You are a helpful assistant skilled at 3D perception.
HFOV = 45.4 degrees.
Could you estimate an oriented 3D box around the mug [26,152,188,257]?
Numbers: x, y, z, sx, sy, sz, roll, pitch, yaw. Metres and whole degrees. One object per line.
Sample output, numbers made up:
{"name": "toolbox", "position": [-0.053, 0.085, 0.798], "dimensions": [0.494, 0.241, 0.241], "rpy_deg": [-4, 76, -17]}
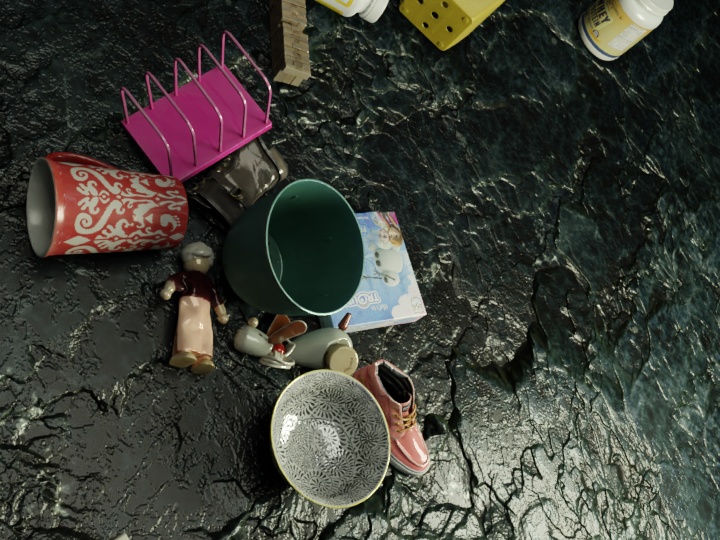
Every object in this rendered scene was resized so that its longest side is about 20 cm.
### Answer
{"name": "mug", "position": [-0.363, -0.107, 1.239], "dimensions": [0.198, 0.133, 0.180], "rpy_deg": [0, 69, -37]}

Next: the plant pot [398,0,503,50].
{"name": "plant pot", "position": [0.198, -0.590, 1.815], "dimensions": [0.200, 0.200, 0.177], "rpy_deg": [40, 63, -11]}

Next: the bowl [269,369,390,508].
{"name": "bowl", "position": [-0.062, 0.257, 1.282], "dimensions": [0.199, 0.094, 0.203], "rpy_deg": [14, 62, -27]}

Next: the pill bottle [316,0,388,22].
{"name": "pill bottle", "position": [-0.043, -0.568, 1.686], "dimensions": [0.198, 0.111, 0.112], "rpy_deg": [24, 56, -23]}

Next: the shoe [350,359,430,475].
{"name": "shoe", "position": [0.060, 0.236, 1.376], "dimensions": [0.071, 0.091, 0.201], "rpy_deg": [-35, 89, -39]}

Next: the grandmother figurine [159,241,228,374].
{"name": "grandmother figurine", "position": [-0.250, 0.046, 1.288], "dimensions": [0.121, 0.060, 0.202], "rpy_deg": [37, 44, -49]}

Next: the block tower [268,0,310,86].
{"name": "block tower", "position": [-0.133, -0.438, 1.599], "dimensions": [0.053, 0.058, 0.202], "rpy_deg": [9, 61, -29]}

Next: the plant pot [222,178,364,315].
{"name": "plant pot", "position": [-0.117, -0.024, 1.322], "dimensions": [0.199, 0.160, 0.204], "rpy_deg": [11, 74, -44]}

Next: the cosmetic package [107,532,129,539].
{"name": "cosmetic package", "position": [-0.356, 0.401, 1.012], "dimensions": [0.199, 0.103, 0.074], "rpy_deg": [-31, 87, -38]}

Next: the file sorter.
{"name": "file sorter", "position": [-0.253, -0.256, 1.333], "dimensions": [0.199, 0.126, 0.139], "rpy_deg": [-35, 77, -21]}

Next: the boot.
{"name": "boot", "position": [-0.224, -0.169, 1.401], "dimensions": [0.200, 0.069, 0.174], "rpy_deg": [45, 55, -4]}

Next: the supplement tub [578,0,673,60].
{"name": "supplement tub", "position": [0.651, -0.629, 2.118], "dimensions": [0.143, 0.200, 0.146], "rpy_deg": [15, 60, -27]}

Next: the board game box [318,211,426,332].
{"name": "board game box", "position": [0.000, 0.000, 1.481], "dimensions": [0.198, 0.043, 0.201], "rpy_deg": [-7, 73, -36]}

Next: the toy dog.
{"name": "toy dog", "position": [-0.086, 0.100, 1.333], "dimensions": [0.198, 0.131, 0.098], "rpy_deg": [14, 90, -37]}
